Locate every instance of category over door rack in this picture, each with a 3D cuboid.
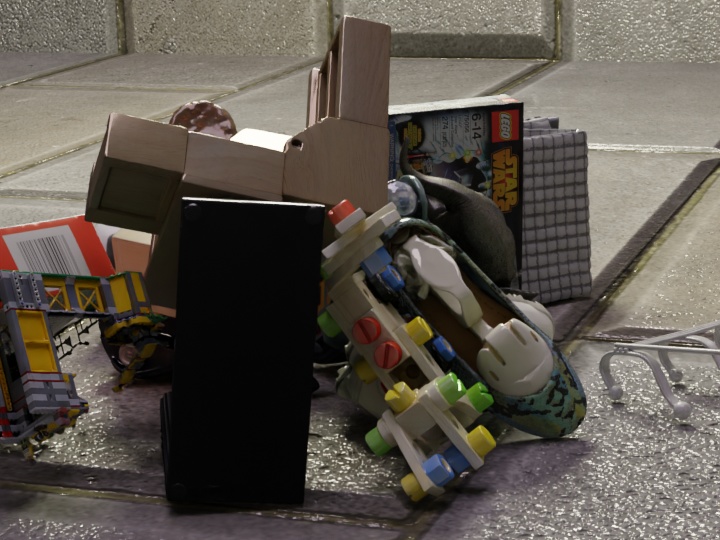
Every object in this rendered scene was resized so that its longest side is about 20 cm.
[{"bbox_3d":[0.294,0.060,1.339,0.147,0.067,0.200,-13,-3,-37],"label":"over door rack"}]

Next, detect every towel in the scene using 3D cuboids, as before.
[{"bbox_3d":[0.111,-0.050,1.646,0.199,0.166,0.085,-10,11,-31],"label":"towel"}]

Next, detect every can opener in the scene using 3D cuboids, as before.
[{"bbox_3d":[-0.119,0.058,1.441,0.199,0.064,0.079,5,15,27],"label":"can opener"}]

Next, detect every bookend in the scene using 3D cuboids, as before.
[{"bbox_3d":[-0.085,0.031,1.245,0.092,0.201,0.199,3,14,-8],"label":"bookend"}]

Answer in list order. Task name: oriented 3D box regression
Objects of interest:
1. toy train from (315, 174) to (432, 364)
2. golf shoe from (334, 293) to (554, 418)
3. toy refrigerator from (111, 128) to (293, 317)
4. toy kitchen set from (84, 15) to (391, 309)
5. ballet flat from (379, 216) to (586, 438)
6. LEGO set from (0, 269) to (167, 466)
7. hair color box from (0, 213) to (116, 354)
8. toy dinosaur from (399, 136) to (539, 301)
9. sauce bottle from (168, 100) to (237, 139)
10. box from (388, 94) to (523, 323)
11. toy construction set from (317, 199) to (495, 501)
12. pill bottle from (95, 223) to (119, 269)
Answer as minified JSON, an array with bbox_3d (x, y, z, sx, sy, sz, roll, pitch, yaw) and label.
[{"bbox_3d":[0.000,0.000,1.433,0.085,0.115,0.200,-6,-15,-26],"label":"toy train"},{"bbox_3d":[0.081,0.079,1.363,0.199,0.079,0.097,-14,39,-33],"label":"golf shoe"},{"bbox_3d":[-0.111,-0.038,1.477,0.076,0.070,0.200,12,34,25],"label":"toy refrigerator"},{"bbox_3d":[-0.096,-0.083,1.343,0.199,0.163,0.181,11,55,-13],"label":"toy kitchen set"},{"bbox_3d":[0.082,0.039,1.291,0.200,0.074,0.074,43,28,11],"label":"ballet flat"},{"bbox_3d":[-0.223,0.086,1.234,0.200,0.116,0.154,-29,-22,28],"label":"LEGO set"},{"bbox_3d":[-0.283,0.035,1.339,0.200,0.064,0.111,-36,-14,37],"label":"hair color box"},{"bbox_3d":[0.091,-0.028,1.460,0.077,0.201,0.102,-32,32,-28],"label":"toy dinosaur"},{"bbox_3d":[-0.152,-0.076,1.634,0.066,0.066,0.200,-6,-26,-16],"label":"sauce bottle"},{"bbox_3d":[0.069,-0.042,1.538,0.136,0.201,0.040,-8,17,-21],"label":"box"},{"bbox_3d":[0.019,0.050,1.225,0.092,0.201,0.131,-23,1,14],"label":"toy construction set"},{"bbox_3d":[-0.126,-0.002,1.585,0.199,0.112,0.111,0,14,8],"label":"pill bottle"}]
